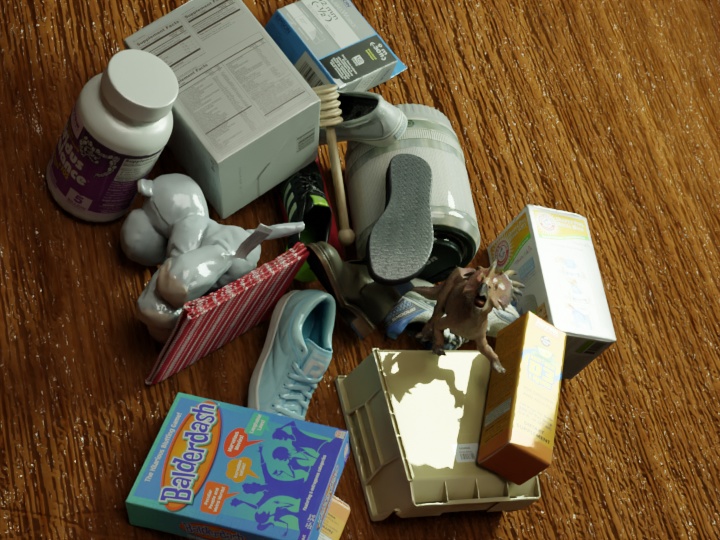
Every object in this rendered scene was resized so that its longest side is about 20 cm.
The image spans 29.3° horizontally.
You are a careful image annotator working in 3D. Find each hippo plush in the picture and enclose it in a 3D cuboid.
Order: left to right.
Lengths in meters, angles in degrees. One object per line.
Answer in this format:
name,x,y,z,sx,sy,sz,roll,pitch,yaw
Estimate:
hippo plush,-0.207,-0.033,1.555,0.161,0.200,0.159,49,25,17

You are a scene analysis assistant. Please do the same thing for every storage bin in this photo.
storage bin,0.096,0.198,1.650,0.198,0.094,0.200,3,58,-33

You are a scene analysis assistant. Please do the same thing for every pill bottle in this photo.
pill bottle,-0.279,-0.154,1.567,0.111,0.200,0.113,17,48,-20

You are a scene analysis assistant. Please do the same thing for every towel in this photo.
towel,-0.149,0.048,1.555,0.023,0.145,0.199,47,45,13

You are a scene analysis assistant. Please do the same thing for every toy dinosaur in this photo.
toy dinosaur,0.129,0.032,1.645,0.085,0.137,0.200,6,19,-23

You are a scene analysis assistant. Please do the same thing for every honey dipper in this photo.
honey dipper,-0.031,-0.129,1.714,0.038,0.038,0.202,-25,113,-42

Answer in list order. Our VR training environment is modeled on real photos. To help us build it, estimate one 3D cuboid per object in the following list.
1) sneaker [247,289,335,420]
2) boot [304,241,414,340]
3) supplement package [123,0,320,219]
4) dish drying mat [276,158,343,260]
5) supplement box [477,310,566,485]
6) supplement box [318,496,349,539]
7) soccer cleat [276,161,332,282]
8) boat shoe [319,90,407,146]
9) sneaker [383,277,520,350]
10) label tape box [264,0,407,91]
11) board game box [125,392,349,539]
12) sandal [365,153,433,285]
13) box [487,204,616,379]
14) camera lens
sneaker,-0.073,0.113,1.572,0.073,0.082,0.202,19,71,-34
boot,0.000,0.000,1.647,0.097,0.200,0.075,-37,59,-5
supplement package,-0.165,-0.205,1.669,0.150,0.152,0.201,-33,73,-16
dish drying mat,-0.074,-0.092,1.789,0.076,0.018,0.202,2,58,-31
supplement box,0.194,0.149,1.639,0.066,0.069,0.201,28,46,-17
supplement box,-0.082,0.323,1.453,0.068,0.067,0.201,33,47,-10
soccer cleat,-0.064,-0.081,1.718,0.067,0.081,0.202,10,55,-23
boat shoe,-0.031,-0.204,1.757,0.072,0.200,0.070,44,65,-42
sneaker,0.114,0.074,1.769,0.198,0.077,0.086,10,58,-16
label tape box,-0.025,-0.323,1.949,0.199,0.066,0.144,-32,80,-41
board game box,-0.127,0.218,1.457,0.198,0.045,0.153,10,48,12
sandal,0.051,-0.054,1.643,0.075,0.043,0.201,18,48,-3
box,0.254,0.029,1.856,0.100,0.113,0.202,10,54,-26
camera lens,0.064,-0.092,1.781,0.159,0.160,0.202,9,55,-28
